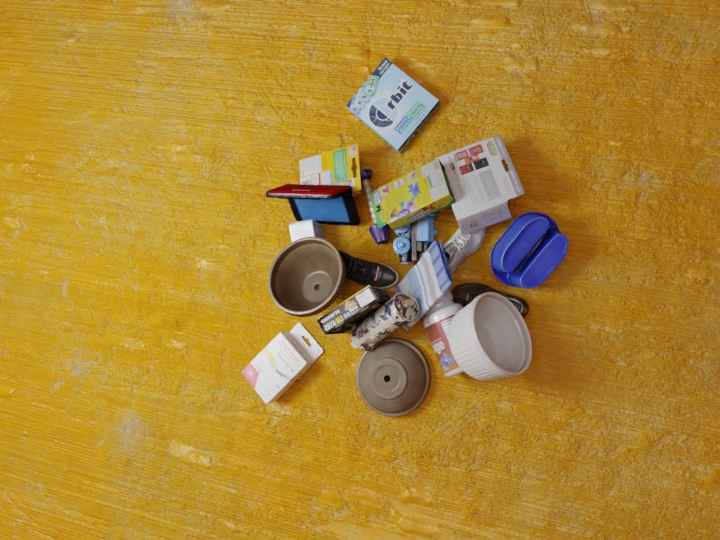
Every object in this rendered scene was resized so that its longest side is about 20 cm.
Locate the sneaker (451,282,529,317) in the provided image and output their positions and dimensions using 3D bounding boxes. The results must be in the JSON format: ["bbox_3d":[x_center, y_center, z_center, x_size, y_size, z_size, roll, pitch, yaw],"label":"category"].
[{"bbox_3d":[0.324,0.071,1.575,0.198,0.075,0.071,12,87,15],"label":"sneaker"}]

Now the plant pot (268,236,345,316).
[{"bbox_3d":[-0.121,0.026,1.562,0.199,0.093,0.203,-8,66,18],"label":"plant pot"}]

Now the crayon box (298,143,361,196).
[{"bbox_3d":[-0.072,-0.254,1.692,0.198,0.051,0.127,-9,82,33],"label":"crayon box"}]

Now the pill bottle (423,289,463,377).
[{"bbox_3d":[0.225,0.155,1.574,0.111,0.112,0.202,-25,78,10],"label":"pill bottle"}]

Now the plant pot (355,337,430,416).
[{"bbox_3d":[0.076,0.274,1.610,0.198,0.093,0.203,-2,83,15],"label":"plant pot"}]

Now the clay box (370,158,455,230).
[{"bbox_3d":[0.127,-0.183,1.569,0.199,0.048,0.116,-24,58,20],"label":"clay box"}]

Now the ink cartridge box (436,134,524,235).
[{"bbox_3d":[0.303,-0.216,1.574,0.174,0.084,0.202,-20,59,12],"label":"ink cartridge box"}]

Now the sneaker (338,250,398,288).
[{"bbox_3d":[0.000,0.000,1.653,0.198,0.099,0.071,15,86,14],"label":"sneaker"}]

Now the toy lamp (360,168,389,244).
[{"bbox_3d":[0.032,-0.169,1.684,0.058,0.058,0.202,-19,80,11],"label":"toy lamp"}]

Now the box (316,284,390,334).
[{"bbox_3d":[-0.010,0.102,1.593,0.159,0.200,0.050,-35,79,9],"label":"box"}]

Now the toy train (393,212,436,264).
[{"bbox_3d":[0.143,-0.116,1.638,0.113,0.087,0.203,-1,84,8],"label":"toy train"}]

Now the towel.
[{"bbox_3d":[0.153,0.038,1.568,0.200,0.024,0.148,-51,35,37],"label":"towel"}]

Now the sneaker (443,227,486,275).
[{"bbox_3d":[0.250,-0.058,1.602,0.074,0.087,0.201,38,93,16],"label":"sneaker"}]

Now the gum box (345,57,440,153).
[{"bbox_3d":[0.088,-0.447,1.704,0.200,0.045,0.170,42,95,14],"label":"gum box"}]

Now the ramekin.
[{"bbox_3d":[0.298,0.163,1.477,0.105,0.199,0.202,-35,75,44],"label":"ramekin"}]

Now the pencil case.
[{"bbox_3d":[0.055,0.132,1.572,0.200,0.089,0.078,-40,80,40],"label":"pencil case"}]

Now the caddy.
[{"bbox_3d":[0.414,-0.049,1.553,0.141,0.105,0.200,39,94,-8],"label":"caddy"}]

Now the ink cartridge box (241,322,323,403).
[{"bbox_3d":[-0.210,0.246,1.696,0.200,0.067,0.117,-46,76,6],"label":"ink cartridge box"}]

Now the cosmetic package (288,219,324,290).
[{"bbox_3d":[-0.131,-0.028,1.689,0.073,0.102,0.202,-10,83,12],"label":"cosmetic package"}]

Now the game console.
[{"bbox_3d":[-0.122,-0.161,1.637,0.198,0.172,0.120,4,108,22],"label":"game console"}]
